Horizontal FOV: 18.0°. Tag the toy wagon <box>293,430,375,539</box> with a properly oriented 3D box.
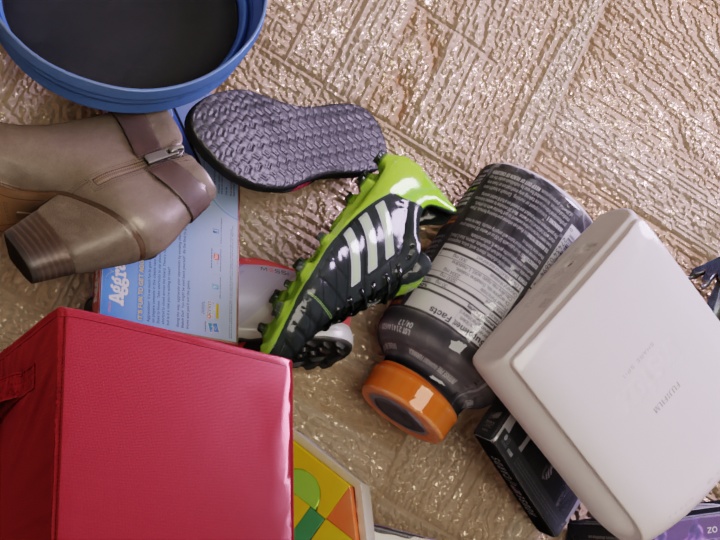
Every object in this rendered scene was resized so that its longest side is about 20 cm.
[{"bbox_3d":[-0.076,0.213,1.579,0.155,0.040,0.200,36,89,21],"label":"toy wagon"}]

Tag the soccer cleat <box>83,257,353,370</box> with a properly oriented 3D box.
[{"bbox_3d":[-0.101,0.023,1.624,0.199,0.068,0.074,7,62,-19],"label":"soccer cleat"}]

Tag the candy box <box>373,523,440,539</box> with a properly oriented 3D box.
[{"bbox_3d":[0.015,0.288,1.637,0.167,0.071,0.201,16,80,-19],"label":"candy box"}]

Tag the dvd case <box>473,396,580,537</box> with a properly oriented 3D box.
[{"bbox_3d":[0.170,0.082,1.699,0.200,0.025,0.150,-55,141,-18],"label":"dvd case"}]

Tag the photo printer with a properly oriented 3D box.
[{"bbox_3d":[0.193,0.083,1.623,0.166,0.069,0.200,-46,110,-21],"label":"photo printer"}]

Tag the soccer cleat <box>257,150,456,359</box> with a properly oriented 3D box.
[{"bbox_3d":[0.000,0.000,1.601,0.081,0.068,0.200,38,58,-3],"label":"soccer cleat"}]

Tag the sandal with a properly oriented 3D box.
[{"bbox_3d":[-0.057,-0.087,1.630,0.199,0.045,0.076,-2,72,-52],"label":"sandal"}]

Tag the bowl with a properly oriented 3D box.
[{"bbox_3d":[-0.165,-0.194,1.578,0.199,0.039,0.202,7,56,-10],"label":"bowl"}]

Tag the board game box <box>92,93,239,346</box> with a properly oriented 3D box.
[{"bbox_3d":[-0.135,-0.042,1.593,0.102,0.019,0.201,12,59,-22],"label":"board game box"}]

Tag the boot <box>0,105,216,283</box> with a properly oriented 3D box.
[{"bbox_3d":[-0.198,-0.078,1.550,0.146,0.070,0.200,-29,65,-20],"label":"boot"}]

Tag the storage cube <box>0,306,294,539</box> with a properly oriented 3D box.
[{"bbox_3d":[-0.159,0.150,1.471,0.199,0.171,0.181,14,62,-31],"label":"storage cube"}]

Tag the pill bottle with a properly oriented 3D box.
[{"bbox_3d":[0.082,0.028,1.668,0.106,0.106,0.200,39,73,-15],"label":"pill bottle"}]

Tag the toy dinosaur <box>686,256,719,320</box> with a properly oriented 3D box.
[{"bbox_3d":[0.320,0.078,1.773,0.200,0.104,0.182,-53,135,-40],"label":"toy dinosaur"}]

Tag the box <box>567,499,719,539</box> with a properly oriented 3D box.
[{"bbox_3d":[0.251,0.280,1.717,0.147,0.104,0.201,-6,87,-23],"label":"box"}]
